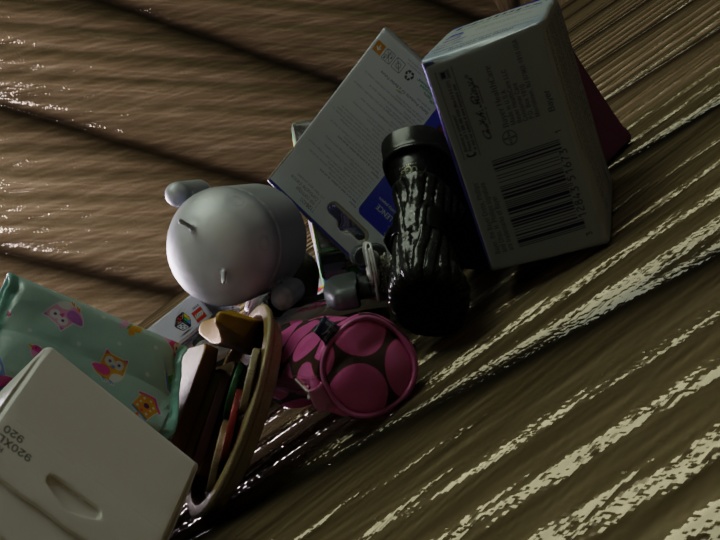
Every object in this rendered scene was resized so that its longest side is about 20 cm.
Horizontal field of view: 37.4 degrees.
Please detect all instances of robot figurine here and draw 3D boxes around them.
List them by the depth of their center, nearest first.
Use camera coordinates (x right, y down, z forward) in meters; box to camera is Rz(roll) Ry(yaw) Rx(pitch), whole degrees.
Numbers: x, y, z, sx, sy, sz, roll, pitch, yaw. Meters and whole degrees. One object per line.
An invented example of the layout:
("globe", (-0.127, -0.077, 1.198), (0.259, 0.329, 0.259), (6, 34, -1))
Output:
("robot figurine", (-0.121, -0.027, 1.053), (0.113, 0.169, 0.200), (-51, -7, 13))

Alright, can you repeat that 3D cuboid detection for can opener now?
("can opener", (0.000, 0.000, 0.986), (0.066, 0.053, 0.200), (-11, 3, 2))

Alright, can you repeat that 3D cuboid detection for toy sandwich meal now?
("toy sandwich meal", (-0.130, 0.111, 0.900), (0.205, 0.069, 0.208), (-159, 90, -75))

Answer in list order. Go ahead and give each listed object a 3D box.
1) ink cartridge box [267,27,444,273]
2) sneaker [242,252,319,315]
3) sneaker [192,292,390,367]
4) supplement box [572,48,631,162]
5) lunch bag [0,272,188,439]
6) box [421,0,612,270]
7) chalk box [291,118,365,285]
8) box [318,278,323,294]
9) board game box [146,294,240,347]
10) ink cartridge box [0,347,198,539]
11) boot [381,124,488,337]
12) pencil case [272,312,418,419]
("ink cartridge box", (0.036, -0.106, 1.093), (0.201, 0.197, 0.047), (-50, -11, 17))
("sneaker", (-0.096, 0.078, 1.137), (0.201, 0.075, 0.115), (-59, 19, 3))
("sneaker", (-0.064, 0.078, 1.060), (0.197, 0.088, 0.080), (-15, 8, -12))
("supplement box", (0.167, -0.142, 1.146), (0.103, 0.132, 0.199), (-41, 10, -28))
("lunch bag", (-0.261, 0.121, 0.886), (0.200, 0.169, 0.123), (-47, 29, 37))
("box", (0.142, -0.125, 0.919), (0.104, 0.186, 0.200), (-15, 15, 19))
("chalk box", (0.003, -0.060, 1.181), (0.123, 0.203, 0.124), (-11, -16, -3))
("box", (-0.115, 0.085, 1.310), (0.199, 0.041, 0.156), (-38, 10, -8))
("board game box", (-0.223, 0.092, 1.107), (0.199, 0.035, 0.126), (-38, -3, 5))
("ink cartridge box", (-0.242, 0.187, 0.751), (0.200, 0.147, 0.145), (-38, 20, 34))
("boot", (0.077, -0.010, 0.935), (0.079, 0.211, 0.160), (-20, 57, 22))
("pencil case", (-0.031, 0.080, 0.892), (0.094, 0.091, 0.200), (-41, 8, -18))
